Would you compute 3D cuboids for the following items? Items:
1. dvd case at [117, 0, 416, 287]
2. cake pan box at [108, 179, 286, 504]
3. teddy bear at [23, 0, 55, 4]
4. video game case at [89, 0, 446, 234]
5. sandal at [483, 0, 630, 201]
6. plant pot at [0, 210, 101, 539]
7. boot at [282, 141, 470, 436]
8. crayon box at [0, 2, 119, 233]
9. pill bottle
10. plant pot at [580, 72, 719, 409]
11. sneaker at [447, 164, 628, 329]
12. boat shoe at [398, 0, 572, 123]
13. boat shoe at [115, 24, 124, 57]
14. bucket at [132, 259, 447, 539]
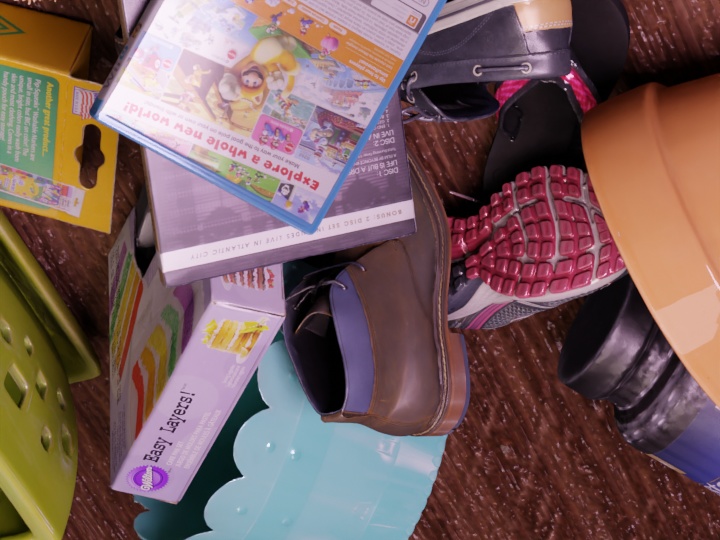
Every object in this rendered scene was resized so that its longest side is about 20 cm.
[{"bbox_3d":[-0.051,-0.101,1.560,0.148,0.016,0.201,-13,108,-15],"label":"dvd case"},{"bbox_3d":[-0.100,0.005,1.709,0.052,0.201,0.184,14,137,-20],"label":"cake pan box"},{"bbox_3d":[-0.156,-0.212,1.543,0.199,0.146,0.067,-6,-174,-23],"label":"teddy bear"},{"bbox_3d":[-0.036,-0.137,1.537,0.143,0.018,0.200,28,94,-23],"label":"video game case"},{"bbox_3d":[0.109,-0.094,1.651,0.075,0.045,0.200,13,136,6],"label":"sandal"},{"bbox_3d":[-0.291,0.064,1.834,0.199,0.182,0.199,-11,129,27],"label":"plant pot"},{"bbox_3d":[0.000,0.000,1.668,0.075,0.201,0.097,-25,164,40],"label":"boot"},{"bbox_3d":[-0.237,-0.104,1.744,0.199,0.052,0.126,15,136,4],"label":"crayon box"},{"bbox_3d":[0.225,0.077,1.737,0.200,0.112,0.112,29,135,-11],"label":"pill bottle"},{"bbox_3d":[0.230,-0.034,1.585,0.140,0.200,0.200,-30,121,18],"label":"plant pot"},{"bbox_3d":[0.100,-0.010,1.698,0.074,0.081,0.200,16,163,-36],"label":"sneaker"},{"bbox_3d":[0.045,-0.111,1.611,0.200,0.074,0.062,-18,86,47],"label":"boat shoe"},{"bbox_3d":[-0.053,-0.166,1.622,0.199,0.075,0.073,-16,117,19],"label":"boat shoe"},{"bbox_3d":[-0.042,0.095,1.775,0.134,0.208,0.207,20,138,-21],"label":"bucket"}]
